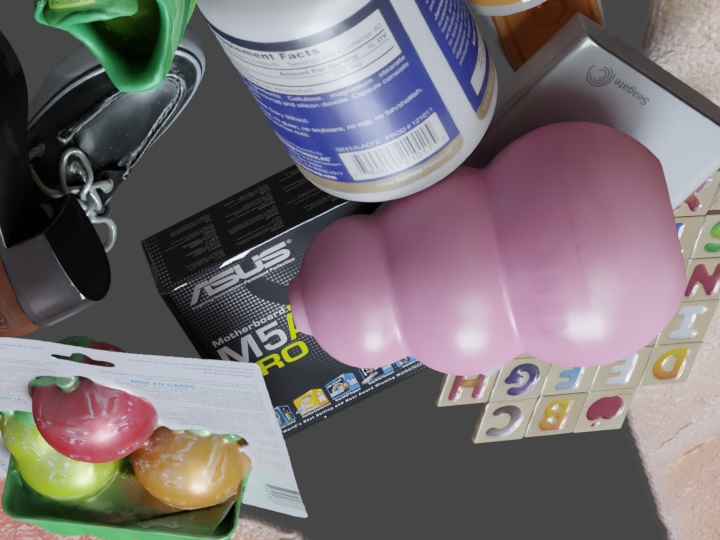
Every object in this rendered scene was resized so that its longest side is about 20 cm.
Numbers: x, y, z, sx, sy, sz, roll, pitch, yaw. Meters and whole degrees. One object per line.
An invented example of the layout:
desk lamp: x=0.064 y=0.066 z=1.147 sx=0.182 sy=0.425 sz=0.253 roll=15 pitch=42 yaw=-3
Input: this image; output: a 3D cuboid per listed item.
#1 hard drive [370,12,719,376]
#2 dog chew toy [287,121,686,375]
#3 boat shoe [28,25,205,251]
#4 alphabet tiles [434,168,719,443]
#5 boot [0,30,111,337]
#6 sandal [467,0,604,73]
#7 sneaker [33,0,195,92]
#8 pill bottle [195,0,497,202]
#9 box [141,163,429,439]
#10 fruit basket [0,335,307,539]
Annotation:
hard drive: x=0.092 y=-0.036 z=1.604 sx=0.132 sy=0.027 sz=0.200 roll=29 pitch=117 yaw=-37
dog chew toy: x=0.062 y=-0.003 z=1.528 sx=0.199 sy=0.125 sz=0.125 roll=-12 pitch=139 yaw=4
boat shoe: x=-0.153 y=-0.046 z=1.521 sx=0.199 sy=0.068 sz=0.074 roll=-35 pitch=138 yaw=13
alphabet tiles: x=0.133 y=0.021 z=1.708 sx=0.166 sy=0.006 sz=0.201 roll=-4 pitch=134 yaw=-26
boot: x=-0.244 y=-0.036 z=1.489 sx=0.199 sy=0.069 sz=0.189 roll=-18 pitch=113 yaw=26
sandal: x=0.090 y=-0.151 z=1.532 sx=0.079 sy=0.059 sz=0.207 roll=-28 pitch=139 yaw=4
sneaker: x=-0.124 y=-0.159 z=1.397 sx=0.074 sy=0.084 sz=0.200 roll=-13 pitch=141 yaw=16
pill bottle: x=-0.015 y=-0.134 z=1.458 sx=0.115 sy=0.116 sz=0.200 roll=-27 pitch=139 yaw=3
box: x=0.000 y=0.000 z=1.660 sx=0.199 sy=0.044 sz=0.160 roll=-26 pitch=140 yaw=2
fruit basket: x=-0.128 y=0.077 z=1.608 sx=0.184 sy=0.094 sz=0.200 roll=5 pitch=149 yaw=10
